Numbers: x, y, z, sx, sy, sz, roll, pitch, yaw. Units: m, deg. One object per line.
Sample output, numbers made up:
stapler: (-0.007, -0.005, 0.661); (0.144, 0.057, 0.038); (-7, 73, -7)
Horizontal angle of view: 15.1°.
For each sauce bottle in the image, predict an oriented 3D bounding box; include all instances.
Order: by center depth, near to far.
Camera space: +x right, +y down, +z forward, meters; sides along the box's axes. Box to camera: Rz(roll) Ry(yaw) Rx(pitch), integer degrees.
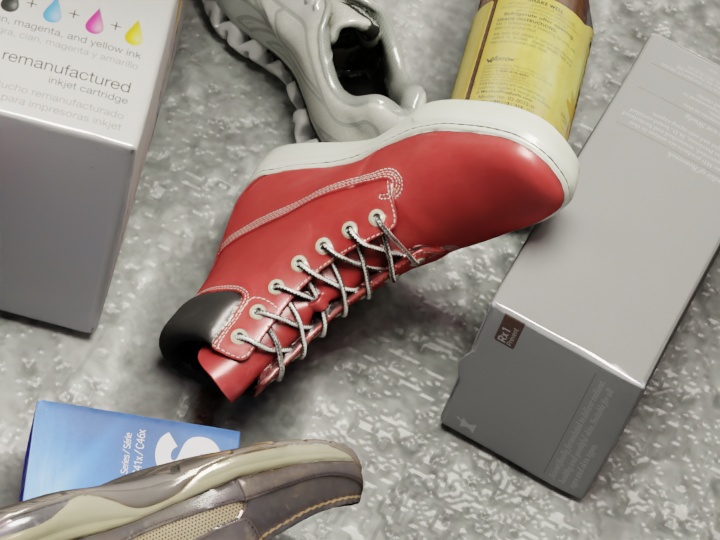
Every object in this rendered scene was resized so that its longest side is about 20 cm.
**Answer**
sauce bottle: (0.087, -0.116, 1.395); (0.066, 0.066, 0.201); (19, 55, 0)

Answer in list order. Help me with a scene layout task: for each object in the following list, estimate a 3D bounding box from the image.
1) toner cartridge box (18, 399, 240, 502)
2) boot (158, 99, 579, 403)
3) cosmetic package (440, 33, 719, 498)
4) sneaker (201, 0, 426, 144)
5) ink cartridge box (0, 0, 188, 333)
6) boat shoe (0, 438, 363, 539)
toner cartridge box: (-0.107, 0.156, 1.168); (0.095, 0.043, 0.201); (8, 54, -8)
boot: (0.000, 0.000, 1.232); (0.072, 0.199, 0.145); (51, 50, -26)
cosmetic package: (0.123, -0.004, 1.300); (0.090, 0.107, 0.200); (26, 55, 5)
sneaker: (-0.021, -0.124, 1.366); (0.075, 0.081, 0.200); (-20, 61, -23)
ink cartridge box: (-0.163, -0.105, 1.275); (0.147, 0.145, 0.201); (14, 52, -4)
boat shoe: (-0.084, 0.119, 1.138); (0.199, 0.074, 0.074); (-12, 88, -33)
